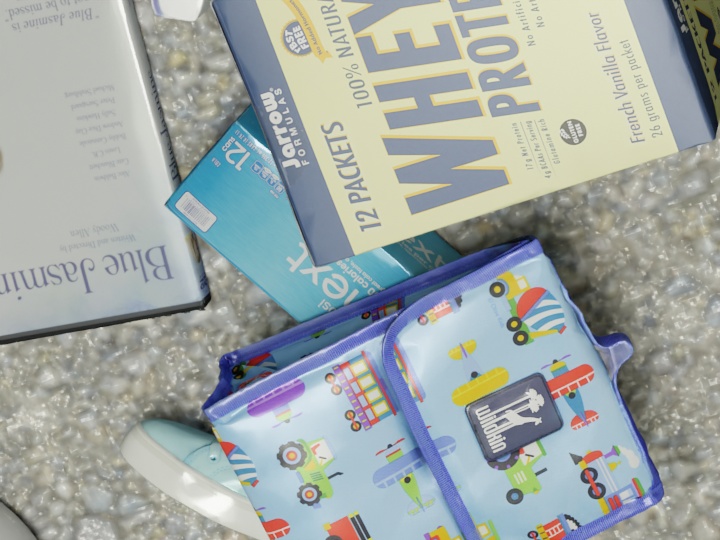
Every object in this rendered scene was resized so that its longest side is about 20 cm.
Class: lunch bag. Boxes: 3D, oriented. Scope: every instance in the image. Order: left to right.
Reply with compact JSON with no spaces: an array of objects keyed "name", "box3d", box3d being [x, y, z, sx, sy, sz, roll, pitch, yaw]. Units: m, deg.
[{"name":"lunch bag","box3d":[0.046,0.079,1.355,0.200,0.094,0.151,-25,102,10]}]

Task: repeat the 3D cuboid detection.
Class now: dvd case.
[{"name":"dvd case","box3d":[-0.171,-0.062,1.451,0.142,0.018,0.201,-10,106,14]}]

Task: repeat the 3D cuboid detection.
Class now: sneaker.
[{"name":"sneaker","box3d":[-0.026,0.108,1.458,0.200,0.074,0.082,23,94,0]}]

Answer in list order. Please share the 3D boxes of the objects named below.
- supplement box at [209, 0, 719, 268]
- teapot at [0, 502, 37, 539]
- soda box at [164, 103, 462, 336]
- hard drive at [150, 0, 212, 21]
[{"name":"supplement box","box3d":[0.061,-0.118,1.288,0.200,0.200,0.135,-18,104,16]},{"name":"teapot","box3d":[-0.261,0.215,1.492,0.200,0.146,0.198,18,111,4]},{"name":"soda box","box3d":[0.000,0.000,1.410,0.200,0.068,0.064,42,113,-4]},{"name":"hard drive","box3d":[-0.057,-0.204,1.284,0.025,0.200,0.132,9,109,8]}]
